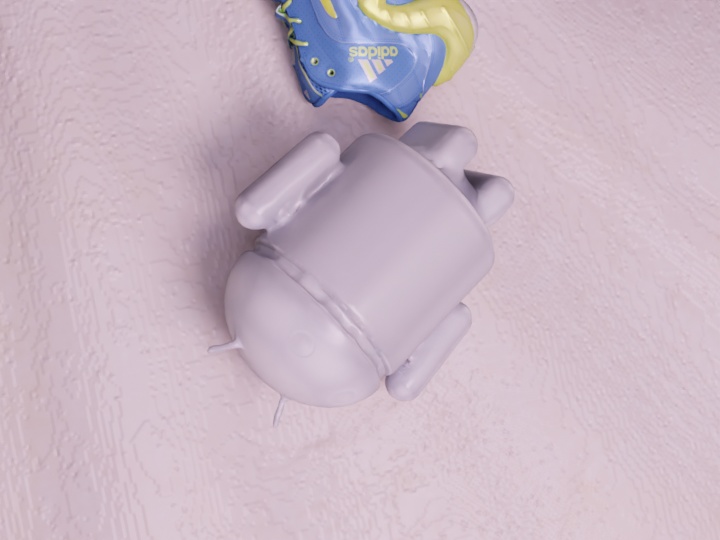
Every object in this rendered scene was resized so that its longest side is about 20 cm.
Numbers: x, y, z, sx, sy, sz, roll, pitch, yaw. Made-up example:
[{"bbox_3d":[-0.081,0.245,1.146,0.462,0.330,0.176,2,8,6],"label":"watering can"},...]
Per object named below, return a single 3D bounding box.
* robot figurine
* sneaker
[{"bbox_3d":[0.000,0.000,0.833,0.200,0.113,0.170,-45,111,-12],"label":"robot figurine"},{"bbox_3d":[-0.026,-0.165,0.857,0.199,0.076,0.105,33,81,-10],"label":"sneaker"}]
